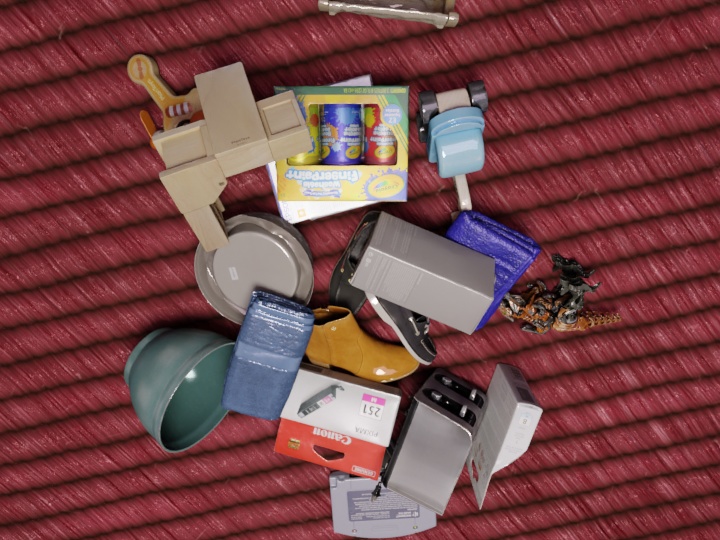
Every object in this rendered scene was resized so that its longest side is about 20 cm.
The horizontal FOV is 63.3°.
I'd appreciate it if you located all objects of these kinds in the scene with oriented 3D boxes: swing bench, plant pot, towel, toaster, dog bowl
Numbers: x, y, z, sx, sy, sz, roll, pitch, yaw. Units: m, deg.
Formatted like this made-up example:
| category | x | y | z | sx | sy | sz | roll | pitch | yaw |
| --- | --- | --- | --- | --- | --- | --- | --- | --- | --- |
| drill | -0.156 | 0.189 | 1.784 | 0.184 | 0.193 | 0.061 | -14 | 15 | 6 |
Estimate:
| category | x | y | z | sx | sy | sz | roll | pitch | yaw |
| --- | --- | --- | --- | --- | --- | --- | --- | --- | --- |
| swing bench | 0.048 | -0.461 | 0.834 | 0.197 | 0.130 | 0.202 | 6 | 110 | -3 |
| plant pot | -0.303 | 0.177 | 0.971 | 0.134 | 0.200 | 0.202 | 29 | 104 | 20 |
| towel | -0.150 | 0.140 | 0.943 | 0.111 | 0.049 | 0.201 | 19 | 104 | -6 |
| towel | 0.182 | 0.009 | 0.953 | 0.147 | 0.050 | 0.201 | 23 | 127 | -7 |
| toaster | 0.125 | 0.289 | 0.984 | 0.118 | 0.181 | 0.202 | 23 | 104 | 17 |
| dog bowl | -0.168 | -0.004 | 0.960 | 0.198 | 0.059 | 0.202 | 4 | 115 | 8 |

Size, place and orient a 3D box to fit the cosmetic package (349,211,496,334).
| category | x | y | z | sx | sy | sz | roll | pitch | yaw |
| --- | --- | --- | --- | --- | --- | --- | --- | --- | --- |
| cosmetic package | 0.098 | 0.002 | 0.882 | 0.199 | 0.107 | 0.091 | 26 | 127 | -2 |

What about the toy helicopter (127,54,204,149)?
| category | x | y | z | sx | sy | sz | roll | pitch | yaw |
| --- | --- | --- | --- | --- | --- | --- | --- | --- | --- |
| toy helicopter | -0.301 | -0.249 | 0.922 | 0.132 | 0.079 | 0.200 | -39 | 91 | 18 |

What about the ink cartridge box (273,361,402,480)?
| category | x | y | z | sx | sy | sz | roll | pitch | yaw |
| --- | --- | --- | --- | --- | --- | --- | --- | --- | --- |
| ink cartridge box | -0.045 | 0.263 | 0.995 | 0.198 | 0.044 | 0.175 | 14 | 98 | 5 |

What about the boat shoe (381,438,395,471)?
| category | x | y | z | sx | sy | sz | roll | pitch | yaw |
| --- | --- | --- | --- | --- | --- | --- | --- | --- | --- |
| boat shoe | -0.002 | 0.299 | 1.059 | 0.068 | 0.057 | 0.200 | -38 | 101 | 8 |

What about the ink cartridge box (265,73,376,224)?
| category | x | y | z | sx | sy | sz | roll | pitch | yaw |
| --- | --- | --- | --- | --- | --- | --- | --- | --- | --- |
| ink cartridge box | -0.055 | -0.191 | 0.942 | 0.198 | 0.041 | 0.201 | -13 | 104 | 4 |

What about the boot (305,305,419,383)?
| category | x | y | z | sx | sy | sz | roll | pitch | yaw |
| --- | --- | --- | --- | --- | --- | --- | --- | --- | --- |
| boot | -0.002 | 0.121 | 0.982 | 0.199 | 0.071 | 0.145 | -3 | 133 | 7 |

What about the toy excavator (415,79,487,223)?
| category | x | y | z | sx | sy | sz | roll | pitch | yaw |
| --- | --- | --- | --- | --- | --- | --- | --- | --- | --- |
| toy excavator | 0.151 | -0.161 | 0.913 | 0.099 | 0.195 | 0.202 | -9 | 76 | 2 |

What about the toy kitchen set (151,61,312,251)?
| category | x | y | z | sx | sy | sz | roll | pitch | yaw |
| --- | --- | --- | --- | --- | --- | --- | --- | --- | --- |
| toy kitchen set | -0.176 | -0.171 | 0.853 | 0.198 | 0.164 | 0.181 | -19 | 149 | -4 |

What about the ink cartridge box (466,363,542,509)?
| category | x | y | z | sx | sy | sz | roll | pitch | yaw |
| --- | --- | --- | --- | --- | --- | --- | --- | --- | --- |
| ink cartridge box | 0.240 | 0.283 | 1.003 | 0.047 | 0.160 | 0.202 | 14 | 104 | -3 |

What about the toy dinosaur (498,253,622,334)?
| category | x | y | z | sx | sy | sz | roll | pitch | yaw |
| --- | --- | --- | --- | --- | --- | --- | --- | --- | --- |
| toy dinosaur | 0.341 | 0.055 | 0.998 | 0.198 | 0.102 | 0.137 | 1 | 121 | -19 |

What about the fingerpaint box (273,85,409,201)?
| category | x | y | z | sx | sy | sz | roll | pitch | yaw |
| --- | --- | --- | --- | --- | --- | --- | --- | --- | --- |
| fingerpaint box | -0.027 | -0.191 | 0.883 | 0.198 | 0.073 | 0.168 | 1 | 104 | 1 |

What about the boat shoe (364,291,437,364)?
| category | x | y | z | sx | sy | sz | roll | pitch | yaw |
| --- | --- | --- | --- | --- | --- | --- | --- | --- | --- |
| boat shoe | 0.083 | 0.081 | 0.979 | 0.060 | 0.074 | 0.200 | -33 | 117 | 12 |

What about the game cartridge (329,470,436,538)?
| category | x | y | z | sx | sy | sz | roll | pitch | yaw |
| --- | --- | --- | --- | --- | --- | --- | --- | --- | --- |
| game cartridge | 0.044 | 0.441 | 1.107 | 0.198 | 0.041 | 0.134 | -3 | 101 | 1 |

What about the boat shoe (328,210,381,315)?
| category | x | y | z | sx | sy | sz | roll | pitch | yaw |
| --- | --- | --- | --- | --- | --- | --- | --- | --- | --- |
| boat shoe | -0.003 | -0.001 | 0.982 | 0.073 | 0.063 | 0.203 | 20 | 105 | -10 |
